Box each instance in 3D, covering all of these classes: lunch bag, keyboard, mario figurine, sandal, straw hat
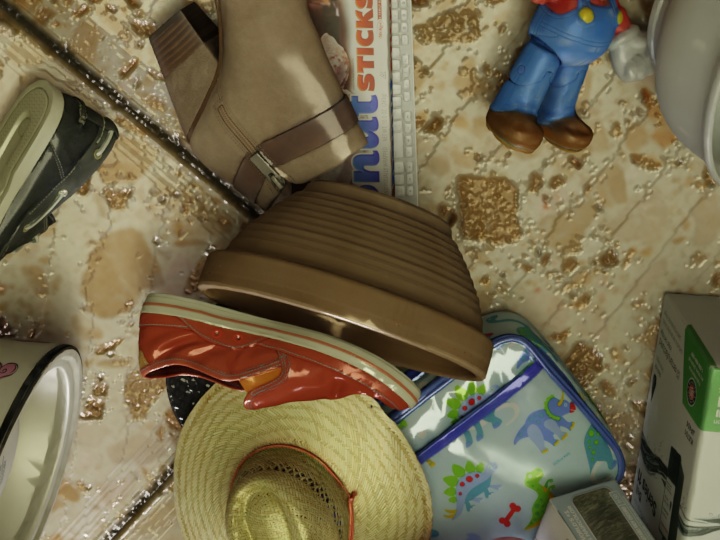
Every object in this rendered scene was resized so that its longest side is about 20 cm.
[{"bbox_3d":[0.074,0.137,1.565,0.199,0.083,0.161,-36,107,6],"label":"lunch bag"},{"bbox_3d":[0.010,-0.109,1.501,0.056,0.011,0.202,-4,111,-4],"label":"keyboard"},{"bbox_3d":[0.154,-0.169,1.438,0.105,0.124,0.201,20,113,7],"label":"mario figurine"},{"bbox_3d":[-0.092,0.106,1.559,0.074,0.045,0.201,-10,123,3],"label":"sandal"},{"bbox_3d":[-0.051,0.172,1.490,0.199,0.085,0.203,3,109,9],"label":"straw hat"}]

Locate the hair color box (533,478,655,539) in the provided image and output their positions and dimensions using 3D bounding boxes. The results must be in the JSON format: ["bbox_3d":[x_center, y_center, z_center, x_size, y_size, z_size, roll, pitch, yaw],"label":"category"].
[{"bbox_3d":[0.157,0.254,1.560,0.060,0.099,0.201,-14,141,-25],"label":"hair color box"}]

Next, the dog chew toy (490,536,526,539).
[{"bbox_3d":[0.054,0.251,1.478,0.199,0.124,0.125,-30,112,-10],"label":"dog chew toy"}]

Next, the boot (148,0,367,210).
[{"bbox_3d":[-0.046,-0.136,1.430,0.200,0.070,0.147,-35,94,38],"label":"boot"}]

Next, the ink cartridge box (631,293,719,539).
[{"bbox_3d":[0.254,0.136,1.547,0.082,0.147,0.202,4,109,-7],"label":"ink cartridge box"}]

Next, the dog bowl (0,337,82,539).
[{"bbox_3d":[-0.258,0.135,1.473,0.073,0.200,0.202,18,109,6],"label":"dog bowl"}]

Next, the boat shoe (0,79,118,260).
[{"bbox_3d":[-0.239,-0.033,1.474,0.067,0.072,0.200,23,114,-39],"label":"boat shoe"}]

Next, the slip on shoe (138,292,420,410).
[{"bbox_3d":[-0.057,0.067,1.456,0.198,0.074,0.062,13,80,8],"label":"slip on shoe"}]

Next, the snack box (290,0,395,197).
[{"bbox_3d":[-0.013,-0.105,1.486,0.071,0.024,0.202,1,111,7],"label":"snack box"}]

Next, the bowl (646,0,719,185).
[{"bbox_3d":[0.252,-0.162,1.441,0.090,0.200,0.203,29,110,28],"label":"bowl"}]

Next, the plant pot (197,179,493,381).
[{"bbox_3d":[0.000,0.000,1.432,0.199,0.201,0.093,19,83,-13],"label":"plant pot"}]
